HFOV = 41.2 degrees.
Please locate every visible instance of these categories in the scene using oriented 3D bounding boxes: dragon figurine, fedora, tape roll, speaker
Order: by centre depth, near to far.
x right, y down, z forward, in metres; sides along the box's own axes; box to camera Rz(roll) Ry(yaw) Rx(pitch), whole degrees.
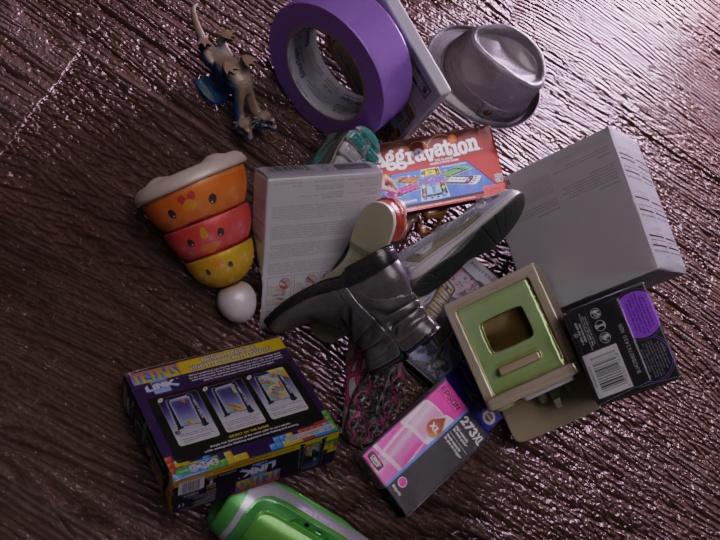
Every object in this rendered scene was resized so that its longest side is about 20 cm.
[{"bbox_3d":[-0.072,0.305,1.086,0.199,0.088,0.089,34,60,-10],"label":"speaker"},{"bbox_3d":[-0.028,-0.274,1.269,0.200,0.200,0.066,47,59,-1],"label":"tape roll"},{"bbox_3d":[-0.183,-0.260,1.272,0.058,0.100,0.200,-31,66,-30],"label":"dragon figurine"},{"bbox_3d":[0.205,-0.313,1.460,0.198,0.090,0.179,28,60,-13],"label":"fedora"}]

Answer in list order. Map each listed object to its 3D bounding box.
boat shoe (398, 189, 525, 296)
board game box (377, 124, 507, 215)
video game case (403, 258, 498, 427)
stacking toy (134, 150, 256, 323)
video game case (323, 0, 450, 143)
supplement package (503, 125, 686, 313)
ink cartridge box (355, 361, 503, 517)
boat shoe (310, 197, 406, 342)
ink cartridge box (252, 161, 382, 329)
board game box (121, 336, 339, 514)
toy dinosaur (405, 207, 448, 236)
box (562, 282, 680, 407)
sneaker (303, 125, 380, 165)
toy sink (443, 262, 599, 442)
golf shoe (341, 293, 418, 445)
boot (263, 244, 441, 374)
[{"bbox_3d":[0.133,-0.049,1.286,0.201,0.075,0.065,-39,59,-3],"label":"boat shoe"},{"bbox_3d":[0.095,-0.134,1.310,0.197,0.019,0.104,-11,76,-10],"label":"board game box"},{"bbox_3d":[0.143,0.083,1.312,0.180,0.025,0.201,40,59,-7],"label":"video game case"},{"bbox_3d":[-0.173,-0.033,1.164,0.145,0.145,0.202,-28,99,-31],"label":"stacking toy"},{"bbox_3d":[0.031,-0.284,1.312,0.023,0.182,0.202,-26,83,-27],"label":"video game case"},{"bbox_3d":[0.315,-0.058,1.330,0.146,0.190,0.203,5,65,-57],"label":"supplement package"},{"bbox_3d":[0.094,0.211,1.218,0.199,0.037,0.095,-38,90,-26],"label":"ink cartridge box"},{"bbox_3d":[0.000,0.000,1.192,0.071,0.202,0.062,31,20,14],"label":"boat shoe"},{"bbox_3d":[-0.058,-0.033,1.209,0.158,0.047,0.203,-7,117,-28],"label":"ink cartridge box"},{"bbox_3d":[-0.148,0.167,1.078,0.197,0.057,0.166,-11,42,-28],"label":"board game box"},{"bbox_3d":[0.063,-0.077,1.332,0.105,0.060,0.203,16,74,-4],"label":"toy dinosaur"},{"bbox_3d":[0.332,0.091,1.214,0.105,0.200,0.124,-22,81,15],"label":"box"},{"bbox_3d":[-0.052,-0.102,1.268,0.077,0.091,0.201,39,80,-34],"label":"sneaker"},{"bbox_3d":[0.209,0.110,1.221,0.129,0.112,0.202,-25,81,14],"label":"toy sink"},{"bbox_3d":[0.016,0.119,1.212,0.072,0.092,0.203,21,83,-30],"label":"golf shoe"},{"bbox_3d":[-0.014,0.069,1.139,0.133,0.198,0.070,62,25,-1],"label":"boot"}]
